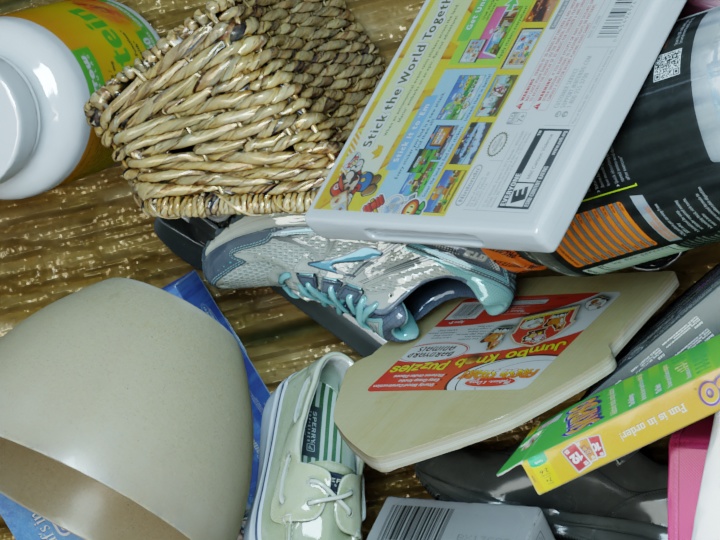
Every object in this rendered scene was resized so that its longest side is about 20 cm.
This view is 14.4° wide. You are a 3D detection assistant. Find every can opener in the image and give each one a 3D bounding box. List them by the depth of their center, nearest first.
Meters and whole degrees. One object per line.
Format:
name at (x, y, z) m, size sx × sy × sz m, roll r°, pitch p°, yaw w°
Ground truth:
can opener at (-0.037, 0.001, 1.799) m, size 0.200 × 0.053 × 0.066 m, roll 34°, pitch 144°, yaw 12°

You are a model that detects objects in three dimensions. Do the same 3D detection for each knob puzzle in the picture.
knob puzzle at (0.070, 0.066, 1.664) m, size 0.220 × 0.220 × 0.030 m, roll -15°, pitch 112°, yaw 22°

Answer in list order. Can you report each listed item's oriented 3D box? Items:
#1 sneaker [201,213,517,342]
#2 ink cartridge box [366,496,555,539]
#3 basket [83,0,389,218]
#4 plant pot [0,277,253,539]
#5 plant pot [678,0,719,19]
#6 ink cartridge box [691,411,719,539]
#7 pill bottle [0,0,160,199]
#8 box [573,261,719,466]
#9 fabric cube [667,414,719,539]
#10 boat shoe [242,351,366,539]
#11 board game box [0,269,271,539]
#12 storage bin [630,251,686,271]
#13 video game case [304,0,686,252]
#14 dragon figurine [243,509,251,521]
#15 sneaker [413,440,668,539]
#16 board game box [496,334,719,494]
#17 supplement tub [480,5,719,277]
sneaker at (0.000, 0.000, 1.712) m, size 0.200 × 0.078 × 0.086 m, roll -8°, pitch 76°, yaw 14°
ink cartridge box at (0.088, 0.225, 1.765) m, size 0.109 × 0.050 × 0.200 m, roll 2°, pitch 136°, yaw 31°
basket at (-0.059, -0.076, 1.702) m, size 0.143 × 0.200 × 0.149 m, roll -37°, pitch 88°, yaw 21°
plant pot at (-0.144, 0.084, 1.732) m, size 0.200 × 0.200 × 0.134 m, roll 23°, pitch 73°, yaw 14°
plant pot at (0.217, -0.245, 1.549) m, size 0.200 × 0.179 × 0.200 m, roll -2°, pitch 77°, yaw 9°
ink cartridge box at (0.268, 0.144, 1.493) m, size 0.200 × 0.067 × 0.116 m, roll 13°, pitch 104°, yaw 17°
pill bottle at (-0.202, -0.104, 1.748) m, size 0.111 × 0.200 × 0.111 m, roll 4°, pitch 102°, yaw 19°
box at (0.222, 0.016, 1.642) m, size 0.200 × 0.160 × 0.044 m, roll -42°, pitch 89°, yaw 21°
fabric cube at (0.292, 0.173, 1.630) m, size 0.199 × 0.196 × 0.200 m, roll 3°, pitch 101°, yaw 19°
boat shoe at (-0.031, 0.138, 1.744) m, size 0.072 × 0.200 × 0.062 m, roll 13°, pitch 140°, yaw -21°
board game box at (-0.140, 0.133, 1.852) m, size 0.199 × 0.043 × 0.200 m, roll -29°, pitch 94°, yaw 23°
storage bin at (0.135, -0.105, 1.686) m, size 0.200 × 0.094 × 0.135 m, roll 31°, pitch 109°, yaw 12°
video game case at (0.078, -0.099, 1.541) m, size 0.182 × 0.023 × 0.200 m, roll 5°, pitch 59°, yaw 47°
dragon figurine at (-0.009, 0.231, 1.780) m, size 0.059 × 0.099 × 0.200 m, roll -22°, pitch 125°, yaw 25°
sneaker at (0.131, 0.128, 1.753) m, size 0.200 × 0.076 × 0.091 m, roll 13°, pitch 87°, yaw 19°
board game box at (0.171, 0.065, 1.533) m, size 0.200 × 0.096 × 0.030 m, roll -25°, pitch 95°, yaw 22°
supplement tub at (0.157, -0.068, 1.557) m, size 0.200 × 0.123 × 0.123 m, roll -16°, pitch 95°, yaw 37°
